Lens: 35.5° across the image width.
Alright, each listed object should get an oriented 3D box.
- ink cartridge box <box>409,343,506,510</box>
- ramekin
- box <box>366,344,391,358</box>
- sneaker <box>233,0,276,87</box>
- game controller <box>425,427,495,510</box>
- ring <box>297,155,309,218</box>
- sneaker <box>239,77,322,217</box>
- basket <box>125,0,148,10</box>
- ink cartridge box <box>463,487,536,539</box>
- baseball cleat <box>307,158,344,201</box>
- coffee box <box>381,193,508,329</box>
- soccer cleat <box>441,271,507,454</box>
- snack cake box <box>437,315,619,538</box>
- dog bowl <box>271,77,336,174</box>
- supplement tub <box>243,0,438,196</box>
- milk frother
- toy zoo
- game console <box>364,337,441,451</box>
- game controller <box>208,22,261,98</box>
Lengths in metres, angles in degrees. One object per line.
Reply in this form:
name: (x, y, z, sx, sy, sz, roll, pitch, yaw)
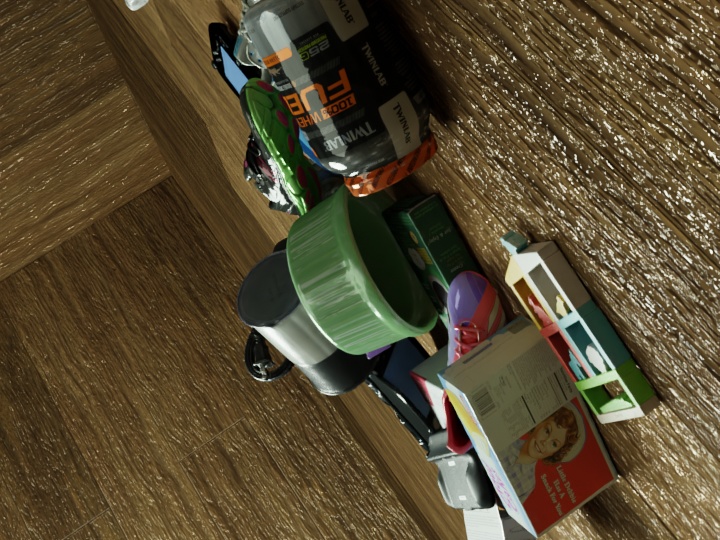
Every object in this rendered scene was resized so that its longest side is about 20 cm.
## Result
ink cartridge box: (0.162, 0.202, 1.452, 0.201, 0.083, 0.145, 58, 169, -11)
ramekin: (0.000, 0.000, 1.327, 0.200, 0.097, 0.201, 47, -152, -35)
box: (0.014, 0.025, 1.517, 0.138, 0.039, 0.200, 58, -161, -4)
sneaker: (-0.116, -0.288, 1.323, 0.075, 0.086, 0.201, 47, 164, 50)
game controller: (0.124, 0.244, 1.387, 0.105, 0.042, 0.200, 64, 168, 7)
ring: (-0.056, -0.077, 1.576, 0.201, 0.019, 0.201, 51, -159, -28)
sneaker: (-0.109, -0.136, 1.330, 0.201, 0.083, 0.077, 71, -152, -42)
basket: (-0.262, -0.453, 1.308, 0.199, 0.160, 0.200, 56, 169, 7)
ink cartridge box: (0.168, 0.309, 1.409, 0.200, 0.044, 0.178, 127, 133, -77)
baseball cleat: (-0.053, -0.113, 1.504, 0.107, 0.069, 0.200, 55, -179, 15)
coffee box: (0.102, 0.009, 1.283, 0.201, 0.044, 0.123, 60, 170, -9)
soccer cleat: (0.117, 0.101, 1.204, 0.066, 0.076, 0.202, 10, 119, 23)
snack cake box: (0.178, 0.164, 1.183, 0.201, 0.114, 0.067, 62, 166, -22)
dog bowl: (-0.047, -0.189, 1.336, 0.111, 0.050, 0.200, 42, 166, 10)
supplement tub: (-0.014, -0.180, 1.051, 0.201, 0.122, 0.122, 60, 170, -15)
milk frother: (-0.108, 0.074, 1.527, 0.188, 0.199, 0.181, 47, -165, -42)
toy zoo: (0.192, 0.048, 1.037, 0.201, 0.020, 0.131, 57, 170, 7)
game console: (0.095, 0.171, 1.588, 0.115, 0.177, 0.200, -11, 131, 39)
game controller: (-0.171, -0.283, 1.676, 0.200, 0.042, 0.105, 52, 168, 29)
